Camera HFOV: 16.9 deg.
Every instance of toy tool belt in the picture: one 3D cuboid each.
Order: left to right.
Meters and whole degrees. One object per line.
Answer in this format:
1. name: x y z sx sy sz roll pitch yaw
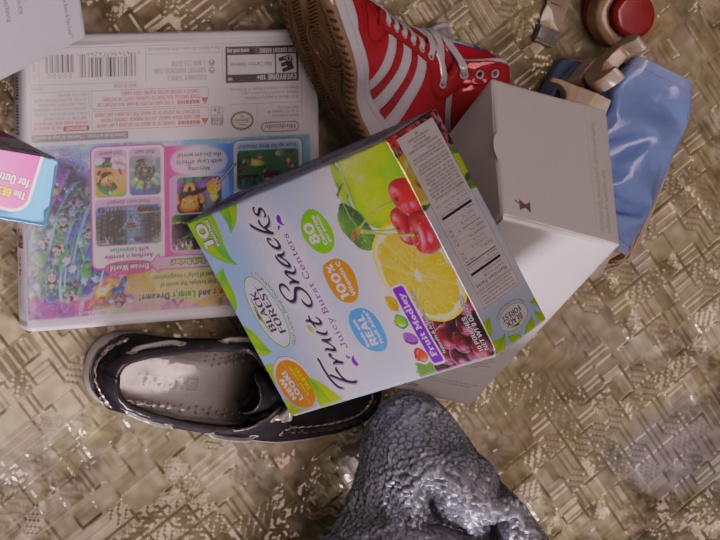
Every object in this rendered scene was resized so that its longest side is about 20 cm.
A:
1. toy tool belt: 0.165 -0.094 1.585 0.125 0.123 0.200 21 90 -22

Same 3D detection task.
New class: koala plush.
1. koala plush: 0.012 0.197 1.549 0.200 0.177 0.184 -37 109 -4

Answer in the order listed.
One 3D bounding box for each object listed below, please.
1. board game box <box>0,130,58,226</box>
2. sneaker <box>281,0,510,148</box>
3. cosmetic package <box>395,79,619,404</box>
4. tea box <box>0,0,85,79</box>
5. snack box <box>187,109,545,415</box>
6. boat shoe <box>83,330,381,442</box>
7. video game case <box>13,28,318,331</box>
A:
1. board game box: -0.290 -0.070 1.406 0.200 0.153 0.040 9 95 -21
2. sneaker: 0.026 -0.142 1.532 0.112 0.071 0.200 -37 137 -14
3. cosmetic package: 0.074 -0.014 1.513 0.085 0.200 0.108 14 54 -21
4. tea box: -0.263 -0.225 1.325 0.134 0.197 0.200 -28 146 -20
5. snack box: 0.000 0.000 1.458 0.053 0.200 0.142 -33 99 -40
6. boat shoe: -0.075 0.074 1.553 0.200 0.060 0.074 11 94 -21
7. video game case: -0.120 -0.059 1.530 0.200 0.024 0.182 -4 99 -26
